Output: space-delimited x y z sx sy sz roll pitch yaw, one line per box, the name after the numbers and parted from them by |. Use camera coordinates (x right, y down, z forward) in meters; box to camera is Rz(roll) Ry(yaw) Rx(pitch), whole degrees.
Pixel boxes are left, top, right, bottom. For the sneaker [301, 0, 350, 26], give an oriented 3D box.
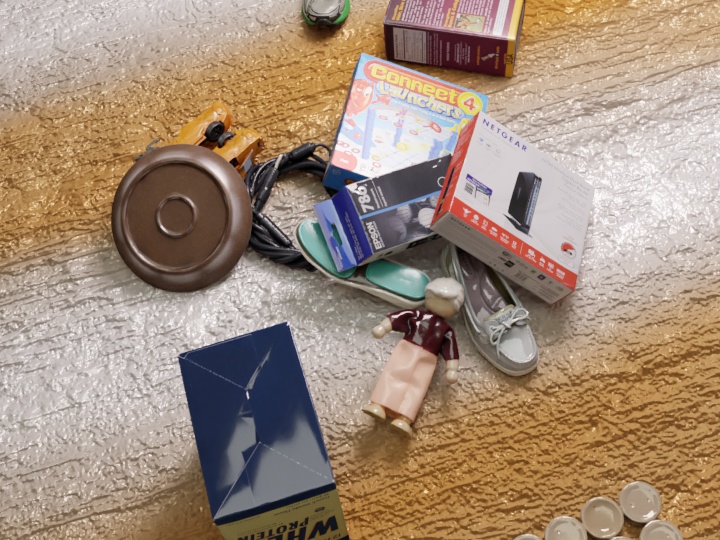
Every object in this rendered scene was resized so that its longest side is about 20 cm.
-0.056 -0.467 1.639 0.077 0.085 0.202 0 61 4 | sneaker

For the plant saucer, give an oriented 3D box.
-0.245 -0.072 1.405 0.197 0.032 0.203 0 88 5 | plant saucer

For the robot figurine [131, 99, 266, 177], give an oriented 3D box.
-0.236 -0.142 1.475 0.200 0.058 0.145 -44 65 -12 | robot figurine

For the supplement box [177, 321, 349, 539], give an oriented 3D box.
-0.107 0.205 1.187 0.133 0.201 0.202 -16 60 -5 | supplement box

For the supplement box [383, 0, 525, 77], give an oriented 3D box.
0.142 -0.372 1.566 0.197 0.086 0.111 10 61 10 | supplement box

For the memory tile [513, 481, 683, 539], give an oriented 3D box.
0.277 0.340 1.184 0.198 0.017 0.154 -23 61 -8 | memory tile

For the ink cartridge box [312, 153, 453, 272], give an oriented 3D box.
0.046 -0.076 1.345 0.198 0.039 0.100 -20 78 -17 | ink cartridge box

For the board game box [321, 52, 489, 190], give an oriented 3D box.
0.066 -0.182 1.448 0.198 0.056 0.198 17 62 -6 | board game box

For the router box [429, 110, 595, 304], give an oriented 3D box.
0.201 -0.082 1.350 0.199 0.049 0.181 30 54 -15 | router box

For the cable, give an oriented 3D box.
-0.090 -0.086 1.442 0.161 0.051 0.202 -13 60 -3 | cable

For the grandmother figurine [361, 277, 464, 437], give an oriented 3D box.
0.071 0.096 1.294 0.121 0.060 0.202 31 76 -12 | grandmother figurine

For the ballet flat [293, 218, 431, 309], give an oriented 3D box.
0.000 0.000 1.366 0.198 0.070 0.070 26 64 5 | ballet flat

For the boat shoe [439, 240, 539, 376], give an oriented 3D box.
0.164 0.040 1.333 0.074 0.065 0.204 -22 70 -8 | boat shoe
